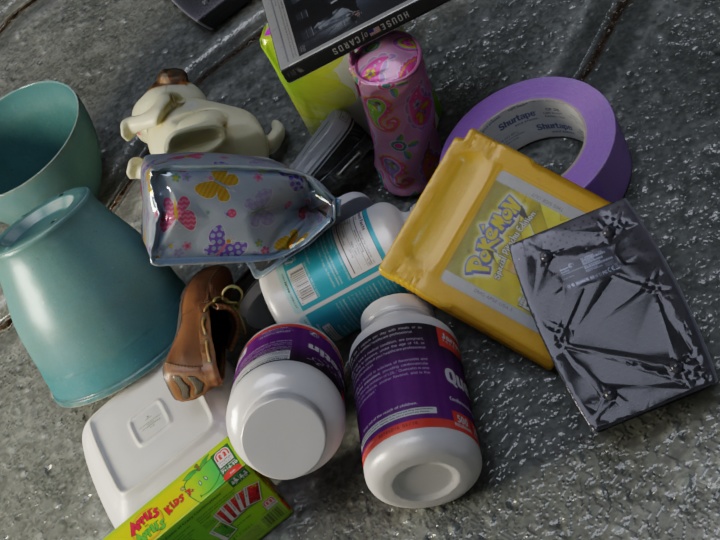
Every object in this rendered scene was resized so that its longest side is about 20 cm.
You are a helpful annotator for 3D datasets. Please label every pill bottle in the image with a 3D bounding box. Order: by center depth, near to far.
[{"bbox_3d":[-0.070,0.128,1.296,0.112,0.113,0.200,-30,13,6],"label":"pill bottle"},{"bbox_3d":[0.049,0.122,1.299,0.112,0.113,0.201,-21,47,14],"label":"pill bottle"},{"bbox_3d":[0.000,0.000,1.430,0.199,0.111,0.111,-28,45,8],"label":"pill bottle"}]

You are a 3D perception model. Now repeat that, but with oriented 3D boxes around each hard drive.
[{"bbox_3d":[0.233,0.043,1.249,0.134,0.042,0.201,-22,64,1],"label":"hard drive"},{"bbox_3d":[-0.221,-0.431,1.961,0.135,0.042,0.200,-38,45,-2],"label":"hard drive"}]

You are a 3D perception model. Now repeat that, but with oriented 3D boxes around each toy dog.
[{"bbox_3d":[-0.214,-0.180,1.689,0.193,0.140,0.200,-34,43,-17],"label":"toy dog"}]

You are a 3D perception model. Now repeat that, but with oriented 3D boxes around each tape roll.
[{"bbox_3d":[0.188,-0.114,1.444,0.199,0.066,0.201,-17,47,19],"label":"tape roll"}]

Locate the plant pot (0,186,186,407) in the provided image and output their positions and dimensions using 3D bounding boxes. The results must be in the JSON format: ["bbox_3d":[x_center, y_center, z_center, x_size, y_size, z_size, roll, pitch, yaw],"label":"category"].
[{"bbox_3d":[-0.311,0.017,1.501,0.199,0.188,0.200,-27,21,11],"label":"plant pot"}]

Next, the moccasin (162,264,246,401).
[{"bbox_3d":[-0.157,0.058,1.428,0.077,0.074,0.202,-13,25,12],"label":"moccasin"}]

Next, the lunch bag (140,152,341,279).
[{"bbox_3d":[-0.130,-0.063,1.419,0.199,0.128,0.170,-3,10,-13],"label":"lunch bag"}]

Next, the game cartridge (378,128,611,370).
[{"bbox_3d":[0.145,-0.025,1.331,0.199,0.032,0.177,29,82,9],"label":"game cartridge"}]

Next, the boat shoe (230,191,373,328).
[{"bbox_3d":[-0.072,-0.021,1.526,0.200,0.070,0.066,-48,47,-2],"label":"boat shoe"}]

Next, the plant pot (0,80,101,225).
[{"bbox_3d":[-0.421,-0.132,1.769,0.199,0.135,0.201,-16,49,19],"label":"plant pot"}]

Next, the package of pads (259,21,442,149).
[{"bbox_3d":[-0.012,-0.227,1.558,0.154,0.200,0.068,-10,43,25],"label":"package of pads"}]

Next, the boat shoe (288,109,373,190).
[{"bbox_3d":[-0.059,-0.092,1.565,0.200,0.071,0.072,-50,13,17],"label":"boat shoe"}]

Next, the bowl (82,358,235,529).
[{"bbox_3d":[-0.209,0.181,1.433,0.200,0.075,0.200,-38,44,0],"label":"bowl"}]

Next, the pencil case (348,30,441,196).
[{"bbox_3d":[0.042,-0.173,1.482,0.087,0.200,0.088,-7,53,9],"label":"pencil case"}]

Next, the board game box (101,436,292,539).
[{"bbox_3d":[-0.176,0.266,1.323,0.200,0.102,0.048,-40,44,-4],"label":"board game box"}]

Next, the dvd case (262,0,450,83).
[{"bbox_3d":[-0.006,-0.296,1.449,0.199,0.025,0.151,-26,44,10],"label":"dvd case"}]
